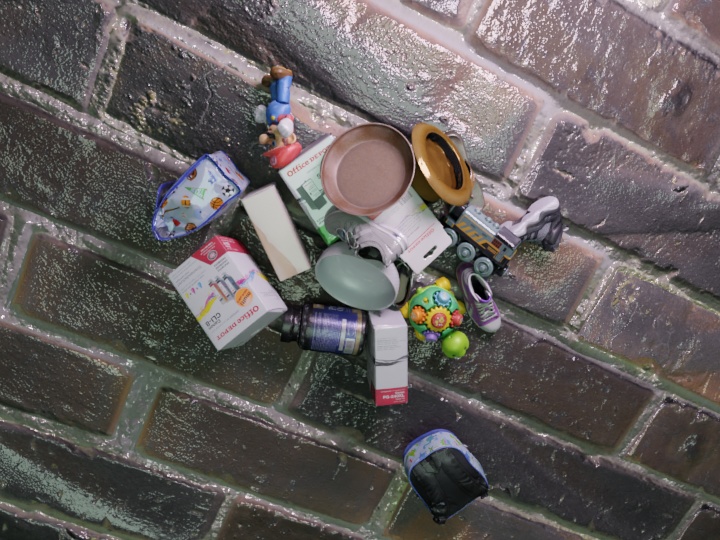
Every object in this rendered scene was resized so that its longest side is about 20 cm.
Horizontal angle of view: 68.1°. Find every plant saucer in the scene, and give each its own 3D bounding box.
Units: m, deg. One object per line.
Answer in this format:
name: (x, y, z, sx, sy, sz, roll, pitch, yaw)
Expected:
plant saucer: (0.016, -0.203, 1.093, 0.198, 0.037, 0.203, -3, 76, 13)

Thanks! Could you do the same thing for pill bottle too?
pill bottle: (-0.088, 0.138, 1.267, 0.197, 0.112, 0.113, 8, 106, -8)

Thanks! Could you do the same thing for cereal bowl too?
cereal bowl: (0.000, 0.000, 1.220, 0.198, 0.084, 0.201, 16, 146, 11)

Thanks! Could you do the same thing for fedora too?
fedora: (0.154, -0.215, 1.140, 0.201, 0.201, 0.081, 46, 131, -16)

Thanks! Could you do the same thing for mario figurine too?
mario figurine: (-0.183, -0.314, 1.105, 0.105, 0.123, 0.203, -4, 88, 5)

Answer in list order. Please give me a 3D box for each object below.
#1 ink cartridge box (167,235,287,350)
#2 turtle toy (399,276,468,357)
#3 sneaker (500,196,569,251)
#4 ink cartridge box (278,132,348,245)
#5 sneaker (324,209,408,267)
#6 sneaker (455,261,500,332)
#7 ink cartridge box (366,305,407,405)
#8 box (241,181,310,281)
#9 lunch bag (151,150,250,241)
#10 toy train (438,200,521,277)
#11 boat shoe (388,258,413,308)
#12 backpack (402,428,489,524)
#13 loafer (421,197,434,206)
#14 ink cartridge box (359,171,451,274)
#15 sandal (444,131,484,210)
ink cartridge box: (-0.286, 0.051, 1.172, 0.145, 0.145, 0.201, -38, 83, 5)
turtle toy: (0.193, 0.123, 1.295, 0.145, 0.101, 0.201, -34, 107, 5)
sneaker: (0.404, -0.077, 1.270, 0.199, 0.076, 0.114, -36, 109, 7)
ink cartridge box: (-0.071, -0.182, 1.188, 0.146, 0.083, 0.201, -34, 107, 4)
sneaker: (-0.002, -0.067, 1.099, 0.082, 0.198, 0.075, -52, 145, -26)
sneaker: (0.294, 0.082, 1.288, 0.072, 0.114, 0.202, -31, 108, 3)
ink cartridge box: (0.062, 0.197, 1.281, 0.082, 0.145, 0.203, -3, 108, -6)
box: (-0.186, -0.090, 1.201, 0.077, 0.095, 0.202, -23, 106, 2)
lunch bag: (-0.347, -0.153, 1.126, 0.200, 0.170, 0.124, -42, 103, 8)
toy train: (0.269, -0.075, 1.218, 0.200, 0.085, 0.114, 41, 127, 12)
boat shoe: (0.102, -0.010, 1.267, 0.071, 0.068, 0.203, 7, 103, -8)
backpack: (0.209, 0.514, 1.389, 0.182, 0.147, 0.201, -35, 110, 6)
loafer: (0.102, -0.136, 1.220, 0.200, 0.068, 0.071, -39, 67, 4)
ink cartridge box: (0.095, -0.104, 1.160, 0.116, 0.068, 0.200, -41, 110, 0)
sandal: (0.233, -0.220, 1.222, 0.081, 0.055, 0.202, -18, 107, 0)
